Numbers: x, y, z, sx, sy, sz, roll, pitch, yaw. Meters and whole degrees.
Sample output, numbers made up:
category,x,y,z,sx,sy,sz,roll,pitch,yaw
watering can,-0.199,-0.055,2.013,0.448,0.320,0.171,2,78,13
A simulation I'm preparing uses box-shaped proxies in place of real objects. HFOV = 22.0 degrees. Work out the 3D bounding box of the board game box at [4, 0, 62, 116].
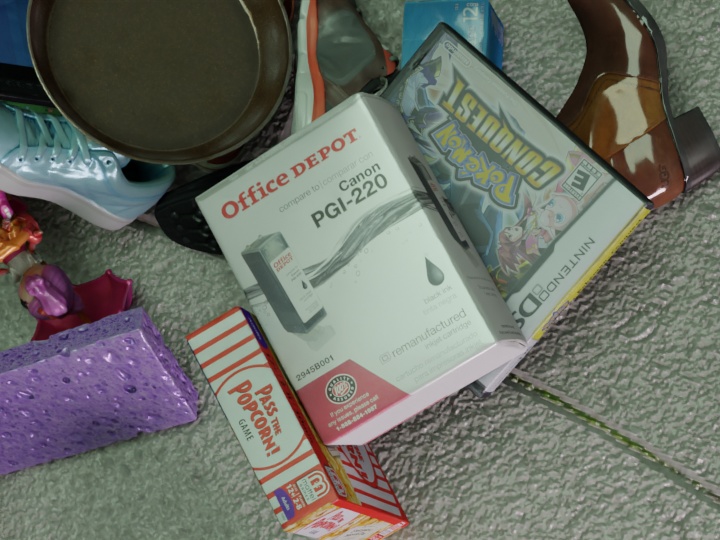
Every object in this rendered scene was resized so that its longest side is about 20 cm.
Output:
category,x,y,z,sx,sy,sz,roll,pitch,yaw
board game box,-0.214,-0.169,1.511,0.200,0.023,0.105,6,81,17

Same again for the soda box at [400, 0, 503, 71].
category,x,y,z,sx,sy,sz,roll,pitch,yaw
soda box,0.066,-0.100,1.396,0.068,0.064,0.200,0,78,15

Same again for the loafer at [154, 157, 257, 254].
category,x,y,z,sx,sy,sz,roll,pitch,yaw
loafer,-0.063,-0.058,1.429,0.200,0.068,0.070,-8,37,23

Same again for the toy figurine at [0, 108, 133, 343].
category,x,y,z,sx,sy,sz,roll,pitch,yaw
toy figurine,-0.256,-0.013,1.417,0.150,0.200,0.184,-43,83,-2

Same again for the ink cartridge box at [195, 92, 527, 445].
category,x,y,z,sx,sy,sz,roll,pitch,yaw
ink cartridge box,0.000,0.000,1.267,0.146,0.085,0.200,-32,76,14

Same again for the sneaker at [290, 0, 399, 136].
category,x,y,z,sx,sy,sz,roll,pitch,yaw
sneaker,-0.009,-0.157,1.418,0.082,0.077,0.200,4,56,-3

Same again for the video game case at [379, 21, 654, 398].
category,x,y,z,sx,sy,sz,roll,pitch,yaw
video game case,0.073,-0.043,1.300,0.200,0.026,0.181,43,102,15

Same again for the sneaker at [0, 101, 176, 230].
category,x,y,z,sx,sy,sz,roll,pitch,yaw
sneaker,-0.217,-0.095,1.380,0.082,0.200,0.074,-33,61,24

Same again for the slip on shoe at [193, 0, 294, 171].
category,x,y,z,sx,sy,sz,roll,pitch,yaw
slip on shoe,-0.095,-0.175,1.449,0.074,0.061,0.200,22,82,-14

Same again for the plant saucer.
category,x,y,z,sx,sy,sz,roll,pitch,yaw
plant saucer,-0.151,-0.169,1.377,0.200,0.034,0.200,6,72,-18

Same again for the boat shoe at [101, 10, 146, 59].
category,x,y,z,sx,sy,sz,roll,pitch,yaw
boat shoe,-0.174,-0.223,1.467,0.066,0.075,0.199,7,40,-13

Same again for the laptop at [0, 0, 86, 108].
category,x,y,z,sx,sy,sz,roll,pitch,yaw
laptop,-0.282,-0.190,1.415,0.200,0.177,0.103,18,100,43

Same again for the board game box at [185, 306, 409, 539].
category,x,y,z,sx,sy,sz,roll,pitch,yaw
board game box,-0.041,0.116,1.308,0.046,0.200,0.152,-31,73,7

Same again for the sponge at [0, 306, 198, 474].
category,x,y,z,sx,sy,sz,roll,pitch,yaw
sponge,-0.236,0.098,1.414,0.200,0.112,0.030,-16,46,12

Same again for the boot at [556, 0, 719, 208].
category,x,y,z,sx,sy,sz,roll,pitch,yaw
boot,0.136,-0.106,1.354,0.200,0.068,0.188,-27,90,-7
